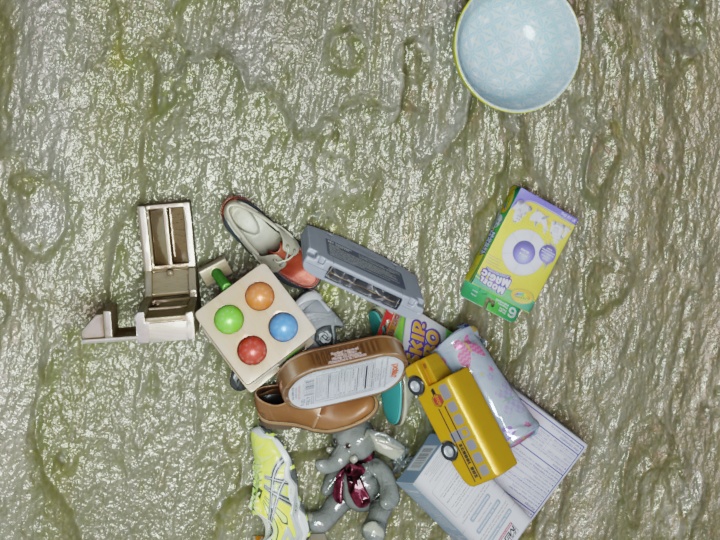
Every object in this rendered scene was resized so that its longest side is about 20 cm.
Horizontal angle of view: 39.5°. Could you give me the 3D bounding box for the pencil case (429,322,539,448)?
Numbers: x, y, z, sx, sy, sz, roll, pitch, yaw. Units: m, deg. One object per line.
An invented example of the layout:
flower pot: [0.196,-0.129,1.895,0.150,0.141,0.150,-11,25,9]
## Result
pencil case: [0.190,0.181,1.540,0.090,0.083,0.201,-17,70,-47]

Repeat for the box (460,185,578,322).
box: [0.254,-0.022,1.628,0.117,0.048,0.201,26,95,-13]

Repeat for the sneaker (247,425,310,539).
sneaker: [-0.141,0.345,1.579,0.076,0.075,0.201,-17,89,-26]

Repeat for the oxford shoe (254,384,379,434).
oxford shoe: [-0.071,0.206,1.551,0.198,0.072,0.072,-4,134,11]

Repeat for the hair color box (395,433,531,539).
hair color box: [0.159,0.353,1.539,0.200,0.061,0.099,46,65,-13]

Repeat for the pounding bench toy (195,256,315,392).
pounding bench toy: [-0.173,0.056,1.455,0.124,0.156,0.200,-37,83,-10]

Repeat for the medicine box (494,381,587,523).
medicine box: [0.232,0.300,1.644,0.182,0.103,0.200,37,91,-13]

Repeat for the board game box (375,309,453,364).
board game box: [0.109,0.131,1.595,0.199,0.030,0.096,30,70,-26]

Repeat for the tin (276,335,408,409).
tin: [-0.025,0.154,1.488,0.199,0.042,0.112,-12,145,-13]

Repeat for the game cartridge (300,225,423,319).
game cartridge: [0.000,0.000,1.537,0.199,0.133,0.042,25,105,-14]

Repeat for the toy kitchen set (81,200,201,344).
toy kitchen set: [-0.321,0.004,1.444,0.162,0.200,0.182,-5,99,-6]

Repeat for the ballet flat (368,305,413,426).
ballet flat: [0.064,0.148,1.613,0.069,0.069,0.202,-10,100,-9]

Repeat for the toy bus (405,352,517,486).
toy bus: [0.146,0.215,1.482,0.065,0.078,0.201,-17,77,-50]

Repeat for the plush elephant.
plush elephant: [-0.009,0.305,1.575,0.200,0.164,0.155,-47,120,-30]

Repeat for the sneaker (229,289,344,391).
sneaker: [-0.104,0.135,1.553,0.115,0.075,0.200,42,89,10]

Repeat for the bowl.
bowl: [0.226,-0.343,1.541,0.199,0.108,0.202,-2,100,-10]

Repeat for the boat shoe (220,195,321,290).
boat shoe: [-0.135,-0.039,1.544,0.200,0.063,0.071,44,87,-15]

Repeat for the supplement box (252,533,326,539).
supplement box: [-0.102,0.488,1.560,0.125,0.200,0.074,1,102,-12]
